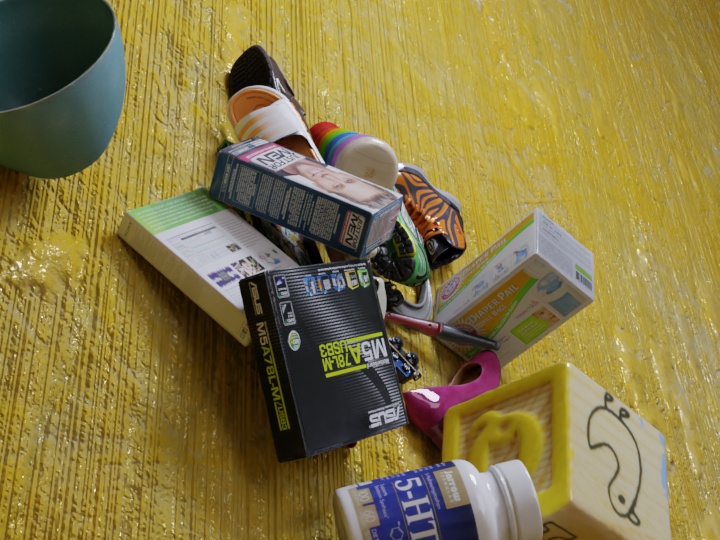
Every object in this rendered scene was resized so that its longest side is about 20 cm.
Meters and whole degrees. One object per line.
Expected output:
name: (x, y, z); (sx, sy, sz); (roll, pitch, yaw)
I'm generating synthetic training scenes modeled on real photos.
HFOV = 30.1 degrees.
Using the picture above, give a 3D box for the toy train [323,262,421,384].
toy train: (-0.001, 0.068, 1.642); (0.200, 0.034, 0.046); (45, 44, -6)

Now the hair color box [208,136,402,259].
hair color box: (-0.062, -0.086, 1.535); (0.199, 0.061, 0.100); (23, 23, 15)

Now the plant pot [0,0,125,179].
plant pot: (-0.323, -0.173, 1.360); (0.135, 0.199, 0.201); (74, 10, -45)

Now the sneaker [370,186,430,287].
sneaker: (0.031, -0.059, 1.752); (0.085, 0.078, 0.201); (37, 29, -57)

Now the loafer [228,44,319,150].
loafer: (-0.114, -0.207, 1.747); (0.071, 0.073, 0.201); (26, 36, -53)

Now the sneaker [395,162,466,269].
sneaker: (0.084, -0.072, 1.852); (0.199, 0.077, 0.113); (21, 42, -39)

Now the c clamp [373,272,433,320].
c clamp: (0.031, -0.022, 1.782); (0.200, 0.027, 0.171); (43, 32, -12)

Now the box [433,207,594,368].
box: (0.201, 0.032, 1.781); (0.112, 0.200, 0.102); (37, 34, -19)

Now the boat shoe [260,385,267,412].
boat shoe: (-0.072, 0.097, 1.490); (0.062, 0.073, 0.201); (22, 38, -34)

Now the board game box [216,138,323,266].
board game box: (-0.108, -0.072, 1.630); (0.104, 0.023, 0.201); (20, 35, -39)

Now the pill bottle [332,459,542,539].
pill bottle: (0.080, 0.262, 1.380); (0.199, 0.120, 0.120); (-13, 60, -9)

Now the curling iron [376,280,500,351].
curling iron: (0.095, 0.066, 1.728); (0.199, 0.050, 0.026); (24, 7, -16)

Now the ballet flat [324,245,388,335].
ballet flat: (0.000, 0.000, 1.598); (0.068, 0.063, 0.202); (-6, 86, -55)

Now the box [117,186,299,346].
box: (-0.150, -0.009, 1.471); (0.200, 0.036, 0.144); (41, 31, 16)

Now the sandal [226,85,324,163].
sandal: (-0.093, -0.147, 1.639); (0.207, 0.079, 0.059); (52, 11, 12)

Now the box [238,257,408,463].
box: (-0.036, 0.091, 1.425); (0.200, 0.047, 0.195); (-6, 80, -56)

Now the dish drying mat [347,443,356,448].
dish drying mat: (-0.036, 0.100, 1.530); (0.077, 0.018, 0.201); (56, 19, -66)

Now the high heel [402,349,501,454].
high heel: (0.115, 0.138, 1.693); (0.096, 0.067, 0.200); (55, 43, -15)

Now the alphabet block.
alphabet block: (0.225, 0.256, 1.559); (0.200, 0.196, 0.196); (35, 43, -33)

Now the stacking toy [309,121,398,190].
stacking toy: (-0.020, -0.151, 1.743); (0.085, 0.086, 0.200); (34, 4, -26)
